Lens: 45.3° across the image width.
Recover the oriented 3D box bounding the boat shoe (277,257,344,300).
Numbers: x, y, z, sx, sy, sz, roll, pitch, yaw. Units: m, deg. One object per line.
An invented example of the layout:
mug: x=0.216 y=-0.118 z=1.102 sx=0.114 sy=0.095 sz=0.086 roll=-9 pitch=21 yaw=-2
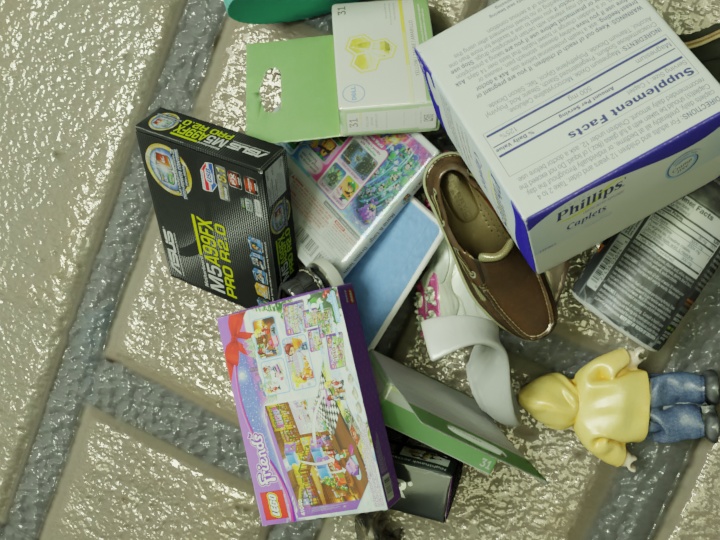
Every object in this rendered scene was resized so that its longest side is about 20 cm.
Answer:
boat shoe: x=-0.058 y=0.077 z=0.902 sx=0.074 sy=0.060 sz=0.202 roll=43 pitch=144 yaw=28

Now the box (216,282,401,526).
box: x=-0.050 y=0.126 z=0.802 sx=0.134 sy=0.039 sz=0.204 roll=-14 pitch=88 yaw=24

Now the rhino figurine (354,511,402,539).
rhino figurine: x=0.001 y=0.350 z=0.955 sx=0.086 sy=0.060 sz=0.204 roll=18 pitch=95 yaw=-3

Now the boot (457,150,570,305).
boot: x=0.141 y=-0.051 z=0.869 sx=0.144 sy=0.070 sz=0.204 roll=17 pitch=78 yaw=-20

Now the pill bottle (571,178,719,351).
pill bottle: x=0.303 y=-0.031 z=0.843 sx=0.105 sy=0.106 sz=0.202 roll=34 pitch=99 yaw=8

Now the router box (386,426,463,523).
router box: x=0.006 y=0.193 z=0.900 sx=0.196 sy=0.149 sz=0.052 roll=11 pitch=95 yaw=12

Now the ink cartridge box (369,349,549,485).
ink cartridge box: x=0.080 y=0.153 z=0.835 sx=0.144 sy=0.200 sz=0.049 roll=27 pitch=98 yaw=-17

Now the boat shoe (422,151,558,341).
boat shoe: x=0.121 y=-0.014 z=0.805 sx=0.074 sy=0.075 sz=0.204 roll=-35 pitch=98 yaw=6

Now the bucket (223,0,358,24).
bucket: x=-0.064 y=-0.342 z=0.864 sx=0.203 sy=0.207 sz=0.138 roll=-12 pitch=93 yaw=13

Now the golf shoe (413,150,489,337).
golf shoe: x=0.106 y=-0.023 z=0.915 sx=0.089 sy=0.075 sz=0.205 roll=2 pitch=89 yaw=-15

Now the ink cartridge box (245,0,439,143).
ink cartridge box: x=-0.022 y=-0.203 z=0.877 sx=0.195 sy=0.048 sz=0.148 roll=-4 pitch=58 yaw=-1

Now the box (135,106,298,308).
box: x=-0.144 y=-0.055 z=0.900 sx=0.158 sy=0.044 sz=0.203 roll=21 pitch=136 yaw=23

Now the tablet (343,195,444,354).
tablet: x=0.000 y=0.000 z=0.923 sx=0.130 sy=0.014 sz=0.202 roll=43 pitch=113 yaw=29

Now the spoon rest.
spoon rest: x=0.125 y=0.092 z=0.847 sx=0.060 sy=0.200 sz=0.101 roll=-23 pitch=59 yaw=17

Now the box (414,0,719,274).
box: x=0.172 y=-0.133 z=0.719 sx=0.181 sy=0.105 sz=0.202 roll=-28 pitch=60 yaw=2

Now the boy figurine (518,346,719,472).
boy figurine: x=0.262 y=0.143 z=0.884 sx=0.195 sy=0.064 sz=0.127 roll=-3 pitch=93 yaw=13

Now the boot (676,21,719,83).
boot: x=0.333 y=-0.155 z=0.801 sx=0.196 sy=0.078 sz=0.141 roll=-11 pitch=58 yaw=-6

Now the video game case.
video game case: x=-0.033 y=-0.113 z=0.922 sx=0.183 sy=0.024 sz=0.200 roll=-49 pitch=61 yaw=11
